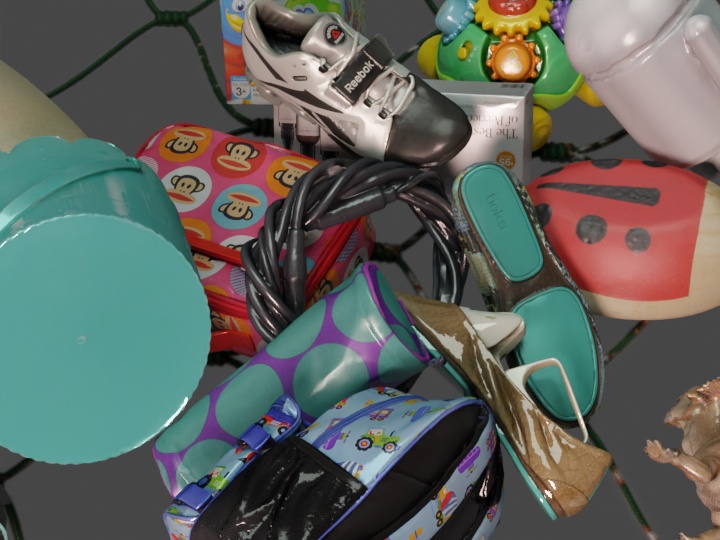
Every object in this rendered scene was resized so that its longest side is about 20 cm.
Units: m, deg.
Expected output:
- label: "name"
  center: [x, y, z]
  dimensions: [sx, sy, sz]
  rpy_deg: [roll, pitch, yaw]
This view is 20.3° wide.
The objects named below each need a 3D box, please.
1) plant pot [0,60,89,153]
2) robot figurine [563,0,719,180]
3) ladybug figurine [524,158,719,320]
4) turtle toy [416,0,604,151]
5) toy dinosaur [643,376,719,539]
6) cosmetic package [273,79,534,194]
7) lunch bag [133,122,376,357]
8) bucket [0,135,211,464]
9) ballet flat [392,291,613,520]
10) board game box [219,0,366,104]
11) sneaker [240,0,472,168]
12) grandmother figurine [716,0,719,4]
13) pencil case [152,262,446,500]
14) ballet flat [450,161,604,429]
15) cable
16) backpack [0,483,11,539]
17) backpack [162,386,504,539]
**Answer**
- label: "plant pot"
  center: [-0.280, -0.072, 1.493]
  dimensions: [0.199, 0.188, 0.187]
  rpy_deg: [21, 53, 37]
- label: "robot figurine"
  center: [0.230, -0.156, 1.509]
  dimensions: [0.113, 0.200, 0.169]
  rpy_deg: [-49, 19, -16]
- label: "ladybug figurine"
  center: [0.194, -0.031, 1.481]
  dimensions: [0.198, 0.072, 0.136]
  rpy_deg: [4, 48, 13]
- label: "turtle toy"
  center: [0.142, -0.196, 1.621]
  dimensions: [0.199, 0.102, 0.146]
  rpy_deg: [-33, 51, -21]
- label: "toy dinosaur"
  center: [0.271, 0.133, 1.316]
  dimensions: [0.199, 0.086, 0.135]
  rpy_deg: [35, 53, 27]
- label: "cosmetic package"
  center: [0.033, -0.105, 1.561]
  dimensions: [0.198, 0.083, 0.051]
  rpy_deg: [3, 19, 12]
- label: "lunch bag"
  center: [-0.104, -0.013, 1.512]
  dimensions: [0.199, 0.082, 0.177]
  rpy_deg: [17, 57, 23]
- label: "bucket"
  center: [-0.200, 0.023, 1.360]
  dimensions: [0.206, 0.209, 0.135]
  rpy_deg: [-20, 24, -10]
- label: "ballet flat"
  center: [0.100, 0.076, 1.371]
  dimensions: [0.072, 0.068, 0.200]
  rpy_deg: [-38, 68, -4]
- label: "board game box"
  center: [-0.056, -0.244, 1.613]
  dimensions: [0.102, 0.202, 0.105]
  rpy_deg: [1, 22, 10]
- label: "sneaker"
  center: [-0.010, -0.142, 1.489]
  dimensions: [0.199, 0.089, 0.074]
  rpy_deg: [25, 65, 21]
- label: "grandmother figurine"
  center: [0.291, -0.220, 1.550]
  dimensions: [0.121, 0.201, 0.061]
  rpy_deg: [24, 45, 25]
- label: "pencil case"
  center: [-0.045, 0.088, 1.339]
  dimensions: [0.200, 0.092, 0.085]
  rpy_deg: [-40, 71, 8]
- label: "ballet flat"
  center: [0.119, 0.019, 1.439]
  dimensions: [0.074, 0.074, 0.202]
  rpy_deg: [-17, 81, -8]
- label: "cable"
  center: [0.000, 0.000, 1.441]
  dimensions: [0.163, 0.051, 0.201]
  rpy_deg: [41, 61, -10]
- label: "backpack"
  center: [-0.359, 0.141, 1.338]
  dimensions: [0.199, 0.176, 0.154]
  rpy_deg: [-31, 51, 1]
- label: "backpack"
  center: [-0.004, 0.156, 1.261]
  dimensions: [0.134, 0.183, 0.200]
  rpy_deg: [29, 62, 33]
